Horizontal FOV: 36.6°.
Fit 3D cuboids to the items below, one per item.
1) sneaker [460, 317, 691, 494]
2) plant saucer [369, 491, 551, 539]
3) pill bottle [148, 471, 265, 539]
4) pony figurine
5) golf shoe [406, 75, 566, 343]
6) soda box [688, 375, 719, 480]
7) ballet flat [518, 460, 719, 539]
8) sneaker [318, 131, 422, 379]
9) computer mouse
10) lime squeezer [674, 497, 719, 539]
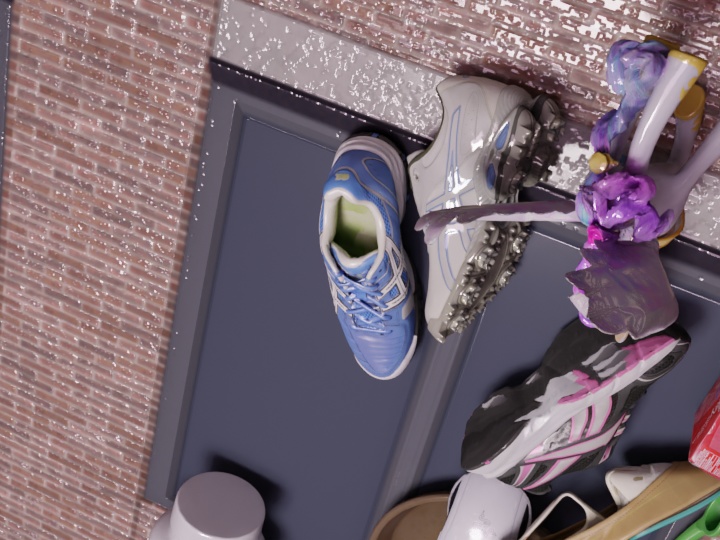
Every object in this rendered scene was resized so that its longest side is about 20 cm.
[{"bbox_3d":[0.171,0.100,0.820,0.086,0.080,0.200,33,126,-24],"label":"sneaker"},{"bbox_3d":[0.102,0.272,0.955,0.200,0.029,0.200,10,119,19],"label":"plant saucer"},{"bbox_3d":[-0.151,0.288,1.023,0.112,0.112,0.200,24,123,10],"label":"pill bottle"},{"bbox_3d":[0.160,-0.041,0.672,0.167,0.193,0.200,38,115,40],"label":"pony figurine"},{"bbox_3d":[0.073,-0.047,0.787,0.097,0.078,0.200,31,120,26],"label":"golf shoe"},{"bbox_3d":[0.295,0.058,0.732,0.063,0.070,0.200,27,123,8],"label":"soda box"},{"bbox_3d":[0.188,0.186,0.826,0.200,0.069,0.063,-35,78,7],"label":"ballet flat"},{"bbox_3d":[0.000,0.000,0.827,0.076,0.077,0.200,1,118,21],"label":"sneaker"},{"bbox_3d":[0.089,0.254,0.908,0.110,0.044,0.200,17,121,16],"label":"computer mouse"},{"bbox_3d":[0.297,0.187,0.829,0.200,0.038,0.071,-25,136,31],"label":"lime squeezer"}]
